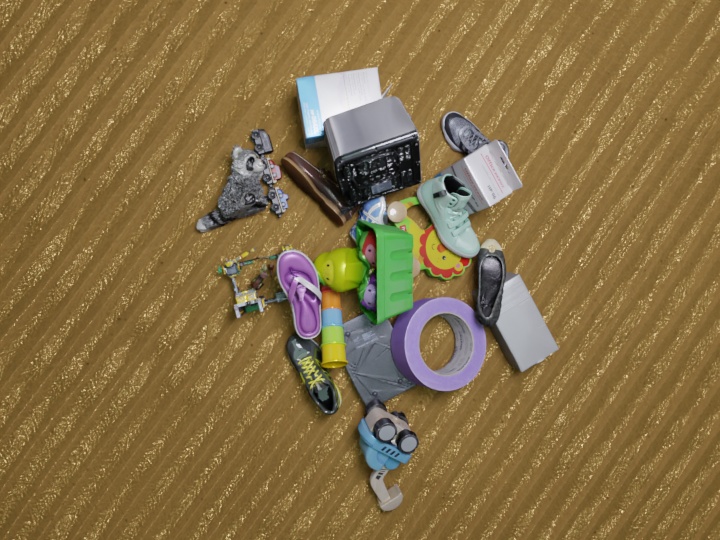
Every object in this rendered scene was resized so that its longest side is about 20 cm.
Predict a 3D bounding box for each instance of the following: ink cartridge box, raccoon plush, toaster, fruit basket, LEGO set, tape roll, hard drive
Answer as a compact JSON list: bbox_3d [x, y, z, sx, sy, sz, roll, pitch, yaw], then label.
[{"bbox_3d":[-0.032,-0.349,1.200,0.198,0.129,0.127,-9,93,-6],"label":"ink cartridge box"},{"bbox_3d":[-0.287,-0.181,1.189,0.198,0.097,0.135,-20,84,5],"label":"raccoon plush"},{"bbox_3d":[0.248,-0.191,1.192,0.068,0.200,0.117,-32,94,-15],"label":"ink cartridge box"},{"bbox_3d":[0.021,-0.232,1.128,0.198,0.181,0.120,-19,65,1],"label":"toaster"},{"bbox_3d":[0.000,0.000,1.159,0.213,0.155,0.218,-5,106,-17],"label":"fruit basket"},{"bbox_3d":[-0.206,0.024,1.193,0.198,0.116,0.156,-6,92,-6],"label":"LEGO set"},{"bbox_3d":[0.173,0.161,1.232,0.198,0.085,0.203,1,86,-18],"label":"tape roll"},{"bbox_3d":[0.029,0.195,1.259,0.134,0.042,0.202,-25,93,-5],"label":"hard drive"}]

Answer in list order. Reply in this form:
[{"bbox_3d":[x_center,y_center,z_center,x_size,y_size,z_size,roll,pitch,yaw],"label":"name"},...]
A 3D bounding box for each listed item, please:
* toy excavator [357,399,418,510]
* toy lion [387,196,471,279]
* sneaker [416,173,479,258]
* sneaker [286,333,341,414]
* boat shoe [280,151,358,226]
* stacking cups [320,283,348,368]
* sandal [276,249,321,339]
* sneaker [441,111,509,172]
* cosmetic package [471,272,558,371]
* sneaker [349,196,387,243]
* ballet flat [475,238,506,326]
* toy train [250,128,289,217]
[{"bbox_3d":[0.050,0.419,1.233,0.194,0.100,0.201,33,98,-23],"label":"toy excavator"},{"bbox_3d":[0.160,-0.073,1.264,0.190,0.069,0.202,-15,92,-12],"label":"toy lion"},{"bbox_3d":[0.211,-0.116,1.195,0.074,0.118,0.201,-41,99,-23],"label":"sneaker"},{"bbox_3d":[-0.097,0.229,1.225,0.074,0.085,0.201,-32,94,-5],"label":"sneaker"},{"bbox_3d":[-0.088,-0.191,1.230,0.200,0.070,0.070,46,72,-14],"label":"boat shoe"},{"bbox_3d":[-0.067,0.108,1.211,0.060,0.061,0.202,-5,68,-6],"label":"stacking cups"},{"bbox_3d":[-0.115,0.053,1.142,0.082,0.050,0.205,-19,114,-11],"label":"sandal"},{"bbox_3d":[0.266,-0.284,1.239,0.075,0.114,0.200,-41,95,-4],"label":"sneaker"},{"bbox_3d":[0.354,0.116,1.271,0.106,0.090,0.201,-28,96,-4],"label":"cosmetic package"},{"bbox_3d":[0.017,-0.099,1.230,0.076,0.076,0.203,-2,95,-10],"label":"sneaker"},{"bbox_3d":[0.286,0.023,1.202,0.066,0.057,0.202,4,71,7],"label":"ballet flat"},{"bbox_3d":[-0.199,-0.217,1.235,0.045,0.034,0.202,-16,92,-16],"label":"toy train"}]
